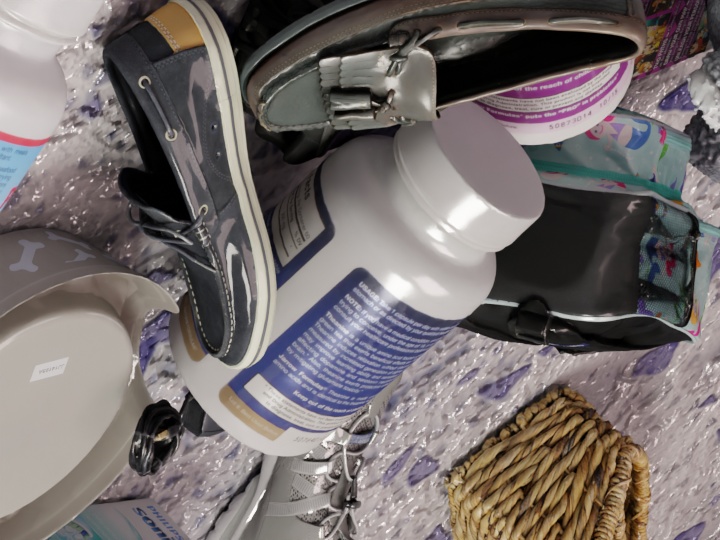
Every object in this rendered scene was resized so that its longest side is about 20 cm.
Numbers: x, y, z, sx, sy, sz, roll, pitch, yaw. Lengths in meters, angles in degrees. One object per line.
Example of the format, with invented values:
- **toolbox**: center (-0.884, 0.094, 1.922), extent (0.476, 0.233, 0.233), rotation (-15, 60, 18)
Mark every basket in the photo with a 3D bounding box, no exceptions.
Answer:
- **basket**: center (0.161, 0.196, 1.964), extent (0.143, 0.149, 0.200), rotation (-37, 149, -17)

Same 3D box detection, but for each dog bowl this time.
- **dog bowl**: center (-0.185, 0.064, 1.425), extent (0.200, 0.059, 0.200), rotation (-34, 149, -24)

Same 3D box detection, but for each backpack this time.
- **backpack**: center (0.114, -0.021, 1.595), extent (0.200, 0.177, 0.151), rotation (26, 75, -62)

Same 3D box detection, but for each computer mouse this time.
- **computer mouse**: center (-0.083, 0.074, 1.518), extent (0.200, 0.034, 0.059), rotation (-45, 156, -70)

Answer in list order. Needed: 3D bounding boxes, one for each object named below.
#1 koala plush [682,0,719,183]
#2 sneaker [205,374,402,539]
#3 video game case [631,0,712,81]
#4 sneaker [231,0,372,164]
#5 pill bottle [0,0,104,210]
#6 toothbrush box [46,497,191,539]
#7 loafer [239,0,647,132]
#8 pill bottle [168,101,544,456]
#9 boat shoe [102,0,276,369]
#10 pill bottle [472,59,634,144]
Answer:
- **koala plush**: center (0.267, -0.127, 1.602), extent (0.178, 0.184, 0.200), rotation (-57, 142, -2)
- **sneaker**: center (-0.019, 0.133, 1.708), extent (0.075, 0.082, 0.200), rotation (-6, 132, -50)
- **video game case**: center (0.204, -0.208, 1.627), extent (0.181, 0.036, 0.200), rotation (-25, 144, -37)
- **sneaker**: center (-0.029, -0.115, 1.397), extent (0.087, 0.076, 0.200), rotation (-36, 150, -9)
- **pill bottle**: center (-0.196, -0.061, 1.200), extent (0.200, 0.109, 0.109), rotation (-54, 151, 15)
- **toothbrush box**: center (-0.190, 0.216, 1.583), extent (0.200, 0.085, 0.147), rotation (-1, 128, -54)
- **loafer**: center (0.042, -0.105, 1.344), extent (0.199, 0.063, 0.072), rotation (-20, 149, -2)
- **pill bottle**: center (0.000, 0.000, 1.466), extent (0.200, 0.111, 0.111), rotation (-42, 156, 28)
- **boat shoe**: center (-0.087, -0.037, 1.383), extent (0.062, 0.075, 0.201), rotation (-22, 123, -22)
- **pill bottle**: center (0.085, -0.164, 1.444), extent (0.112, 0.112, 0.200), rotation (-38, 151, -15)
